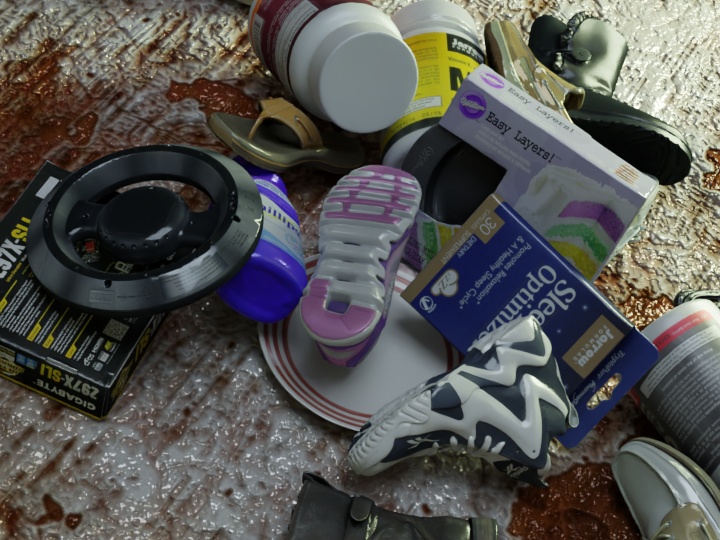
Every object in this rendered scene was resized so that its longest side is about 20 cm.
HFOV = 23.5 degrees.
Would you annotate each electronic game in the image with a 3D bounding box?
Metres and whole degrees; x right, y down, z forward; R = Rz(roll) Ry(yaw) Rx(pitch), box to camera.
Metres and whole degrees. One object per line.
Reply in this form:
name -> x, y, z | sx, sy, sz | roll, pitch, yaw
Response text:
electronic game -> -0.179, -0.036, 1.431 | 0.199, 0.042, 0.201 | -5, 44, 5

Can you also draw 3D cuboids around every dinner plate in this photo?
dinner plate -> 0.007, 0.065, 1.504 | 0.199, 0.024, 0.201 | 8, 49, -9

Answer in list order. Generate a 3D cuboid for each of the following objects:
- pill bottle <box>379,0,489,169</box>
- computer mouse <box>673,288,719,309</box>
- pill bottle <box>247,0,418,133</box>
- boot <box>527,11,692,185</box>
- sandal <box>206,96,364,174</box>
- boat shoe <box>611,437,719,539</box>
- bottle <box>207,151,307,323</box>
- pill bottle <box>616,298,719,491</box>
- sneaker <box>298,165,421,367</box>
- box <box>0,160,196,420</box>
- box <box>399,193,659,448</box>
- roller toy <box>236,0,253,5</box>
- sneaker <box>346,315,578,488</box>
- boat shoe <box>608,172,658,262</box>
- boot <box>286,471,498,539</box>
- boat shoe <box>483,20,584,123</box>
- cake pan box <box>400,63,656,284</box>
pill bottle -> 0.072, -0.159, 1.656 | 0.114, 0.115, 0.201 | 7, 49, -11
computer mouse -> 0.389, 0.084, 1.592 | 0.138, 0.053, 0.200 | -12, 44, -27
pill bottle -> -0.026, -0.206, 1.618 | 0.114, 0.115, 0.200 | -4, 25, -20
boot -> 0.252, -0.182, 1.751 | 0.199, 0.077, 0.169 | 16, 50, 10
sandal -> -0.064, -0.128, 1.578 | 0.199, 0.054, 0.080 | 2, 31, -50
boat shoe -> 0.266, 0.223, 1.412 | 0.068, 0.075, 0.200 | -18, 58, -36
bottle -> -0.093, -0.038, 1.511 | 0.083, 0.065, 0.200 | 33, 24, -25
pill bottle -> 0.320, 0.131, 1.484 | 0.110, 0.111, 0.200 | -19, 58, -30
sneaker -> 0.000, 0.000, 1.480 | 0.080, 0.089, 0.201 | 10, 54, 13
box -> -0.241, 0.012, 1.456 | 0.159, 0.049, 0.200 | 22, 48, 5
box -> 0.146, 0.045, 1.480 | 0.200, 0.121, 0.032 | 44, 11, 8
roller toy -> -0.091, -0.377, 1.777 | 0.182, 0.140, 0.200 | 22, 47, 2
sneaker -> 0.095, 0.141, 1.417 | 0.199, 0.079, 0.130 | -34, 93, -25
boat shoe -> 0.221, -0.037, 1.640 | 0.074, 0.065, 0.202 | 18, 38, 25
boot -> 0.014, 0.252, 1.326 | 0.173, 0.069, 0.201 | 10, 44, -2
boat shoe -> 0.178, -0.158, 1.651 | 0.076, 0.072, 0.201 | -20, 69, 2
cake pan box -> 0.131, -0.055, 1.524 | 0.200, 0.185, 0.052 | 36, 28, 7
